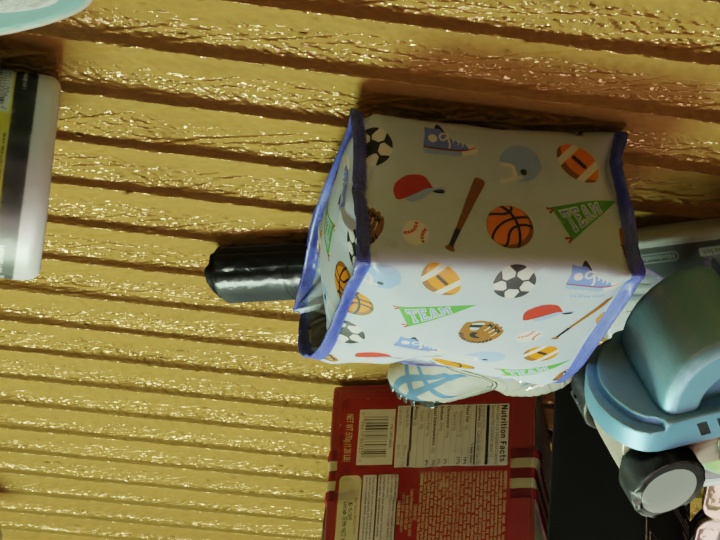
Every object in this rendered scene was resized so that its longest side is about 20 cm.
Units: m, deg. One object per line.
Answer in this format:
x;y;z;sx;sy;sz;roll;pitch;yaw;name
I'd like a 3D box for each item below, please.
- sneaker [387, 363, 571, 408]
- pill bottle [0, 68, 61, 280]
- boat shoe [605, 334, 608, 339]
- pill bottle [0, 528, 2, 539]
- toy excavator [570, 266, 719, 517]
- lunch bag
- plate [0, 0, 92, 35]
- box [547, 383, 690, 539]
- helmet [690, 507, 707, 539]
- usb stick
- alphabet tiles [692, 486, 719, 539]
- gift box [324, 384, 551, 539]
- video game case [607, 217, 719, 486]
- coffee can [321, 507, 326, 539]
0.079;0.053;1.474;0.072;0.073;0.200;-17;-178;-30;sneaker
-0.266;-0.061;1.162;0.199;0.115;0.114;7;157;-8;pill bottle
0.253;0.044;1.419;0.200;0.091;0.071;30;157;5;boat shoe
-0.386;0.213;1.832;0.111;0.113;0.200;-2;157;11;pill bottle
0.226;0.027;1.241;0.193;0.100;0.201;-13;135;-12;toy excavator
0.056;-0.001;1.257;0.169;0.124;0.200;4;150;-8;lunch bag
-0.193;-0.130;1.009;0.199;0.026;0.200;-9;176;-1;plate
0.198;0.167;1.616;0.078;0.142;0.200;-4;156;16;box
0.354;0.263;1.760;0.191;0.200;0.200;-44;151;-3;helmet
0.000;0.000;1.379;0.199;0.033;0.056;-3;156;12;usb stick
0.353;0.177;1.618;0.194;0.015;0.201;5;115;-5;alphabet tiles
0.054;0.191;1.654;0.199;0.185;0.187;1;149;14;gift box
0.255;0.049;1.339;0.199;0.023;0.183;-7;115;22;video game case
0.073;0.259;1.843;0.199;0.147;0.146;-1;157;7;coffee can
